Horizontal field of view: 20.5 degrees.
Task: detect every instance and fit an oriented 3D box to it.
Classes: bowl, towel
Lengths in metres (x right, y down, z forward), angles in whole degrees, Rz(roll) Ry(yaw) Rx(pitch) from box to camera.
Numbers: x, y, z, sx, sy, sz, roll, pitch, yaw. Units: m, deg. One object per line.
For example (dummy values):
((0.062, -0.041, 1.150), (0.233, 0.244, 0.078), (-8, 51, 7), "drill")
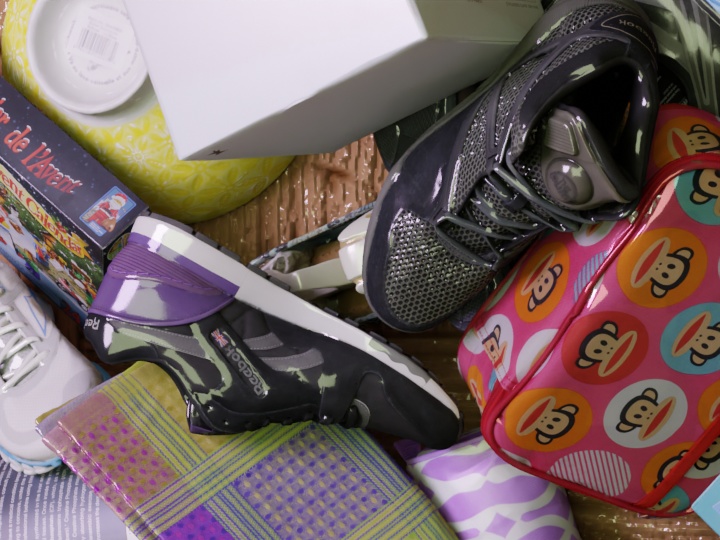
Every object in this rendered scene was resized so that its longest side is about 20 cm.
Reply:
((-0.128, -0.126, 1.123), (0.199, 0.108, 0.201), (0, 91, 20), "bowl")
((-0.055, 0.111, 1.024), (0.200, 0.143, 0.023), (44, 144, 16), "towel")

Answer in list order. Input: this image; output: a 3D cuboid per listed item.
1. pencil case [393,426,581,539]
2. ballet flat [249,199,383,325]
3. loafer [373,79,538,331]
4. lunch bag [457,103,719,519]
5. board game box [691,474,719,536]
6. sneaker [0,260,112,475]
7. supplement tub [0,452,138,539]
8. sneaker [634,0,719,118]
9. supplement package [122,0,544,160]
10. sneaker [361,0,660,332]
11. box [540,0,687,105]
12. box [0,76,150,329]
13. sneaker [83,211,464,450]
((0.085, 0.179, 1.072), (0.085, 0.084, 0.201), (-19, 84, 41), "pencil case")
((0.000, 0.000, 1.062), (0.200, 0.074, 0.074), (-28, 82, 44), "ballet flat")
((0.054, -0.065, 1.093), (0.072, 0.063, 0.201), (-25, 77, 49), "loafer")
((0.165, 0.029, 1.005), (0.176, 0.082, 0.200), (23, 116, -26), "lunch bag")
((0.266, 0.111, 0.939), (0.151, 0.200, 0.047), (45, 131, 13), "board game box")
((-0.202, 0.040, 1.108), (0.075, 0.087, 0.200), (-39, 35, -8), "sneaker")
((-0.146, 0.158, 1.119), (0.199, 0.140, 0.141), (-11, 88, 20), "supplement tub")
((0.131, -0.145, 1.001), (0.083, 0.071, 0.200), (-41, 81, 10), "sneaker")
((-0.027, -0.176, 1.000), (0.151, 0.151, 0.201), (-23, 83, 29), "supplement package")
((0.069, -0.038, 0.944), (0.076, 0.114, 0.199), (38, 109, -15), "sneaker")
((0.201, -0.167, 1.035), (0.160, 0.044, 0.200), (44, 105, 13), "box")
((-0.202, -0.055, 1.139), (0.200, 0.137, 0.038), (41, 67, 15), "box")
((-0.047, 0.056, 1.022), (0.200, 0.076, 0.088), (29, 79, -3), "sneaker")
